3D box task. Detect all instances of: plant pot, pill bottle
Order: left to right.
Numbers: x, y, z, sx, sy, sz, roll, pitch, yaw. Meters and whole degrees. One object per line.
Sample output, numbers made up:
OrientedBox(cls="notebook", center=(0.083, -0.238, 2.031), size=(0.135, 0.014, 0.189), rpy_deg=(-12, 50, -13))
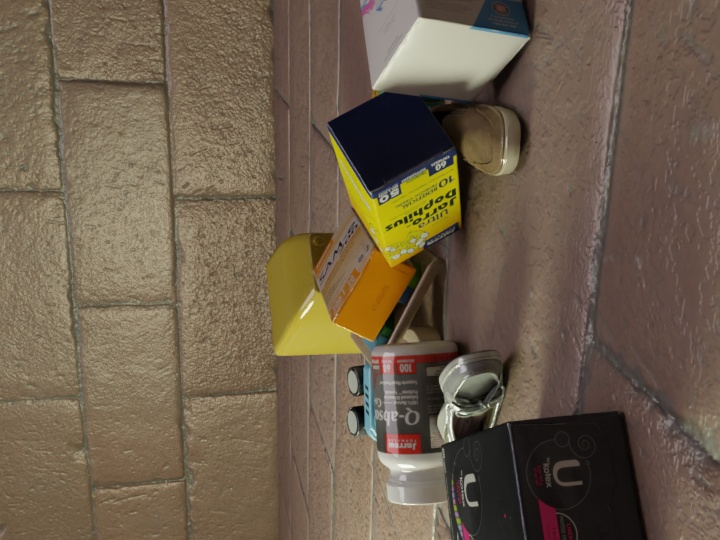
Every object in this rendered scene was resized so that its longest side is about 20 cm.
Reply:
OrientedBox(cls="plant pot", center=(-0.054, 0.028, 1.562), size=(0.200, 0.193, 0.196), rpy_deg=(122, 144, -61))
OrientedBox(cls="pill bottle", center=(0.077, 0.195, 1.127), size=(0.116, 0.115, 0.201), rpy_deg=(159, 108, -78))

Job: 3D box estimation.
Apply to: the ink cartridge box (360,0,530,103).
OrientedBox(cls="ink cartridge box", center=(0.080, -0.303, 0.922), size=(0.125, 0.128, 0.201), rpy_deg=(133, 136, -58))

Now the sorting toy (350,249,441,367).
OrientedBox(cls="sorting toy", center=(0.042, 0.043, 1.272), size=(0.186, 0.036, 0.200), rpy_deg=(-63, 15, 7))

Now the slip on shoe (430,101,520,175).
OrientedBox(cls="slip on shoe", center=(0.121, -0.154, 0.966), size=(0.200, 0.060, 0.076), rpy_deg=(-119, 28, -65))

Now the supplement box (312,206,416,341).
OrientedBox(cls="supplement box", center=(0.000, 0.000, 1.277), size=(0.126, 0.073, 0.200), rpy_deg=(-60, 20, 13))

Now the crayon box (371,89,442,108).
OrientedBox(cls="crayon box", center=(0.063, -0.236, 1.251), size=(0.200, 0.051, 0.126), rpy_deg=(-108, 19, -49))

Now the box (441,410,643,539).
OrientedBox(cls="box", center=(0.154, 0.203, 0.780), size=(0.200, 0.106, 0.123), rpy_deg=(123, 142, -69))

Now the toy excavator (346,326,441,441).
OrientedBox(cls="toy excavator", center=(0.063, 0.173, 1.294), size=(0.200, 0.099, 0.195), rpy_deg=(-171, 79, -64))

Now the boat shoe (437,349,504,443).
OrientedBox(cls="boat shoe", center=(0.129, 0.159, 0.987), size=(0.202, 0.074, 0.065), rpy_deg=(96, 160, -52))

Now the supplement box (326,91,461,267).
OrientedBox(cls="supplement box", center=(0.046, -0.108, 1.027), size=(0.110, 0.109, 0.200), rpy_deg=(60, 176, 24))
